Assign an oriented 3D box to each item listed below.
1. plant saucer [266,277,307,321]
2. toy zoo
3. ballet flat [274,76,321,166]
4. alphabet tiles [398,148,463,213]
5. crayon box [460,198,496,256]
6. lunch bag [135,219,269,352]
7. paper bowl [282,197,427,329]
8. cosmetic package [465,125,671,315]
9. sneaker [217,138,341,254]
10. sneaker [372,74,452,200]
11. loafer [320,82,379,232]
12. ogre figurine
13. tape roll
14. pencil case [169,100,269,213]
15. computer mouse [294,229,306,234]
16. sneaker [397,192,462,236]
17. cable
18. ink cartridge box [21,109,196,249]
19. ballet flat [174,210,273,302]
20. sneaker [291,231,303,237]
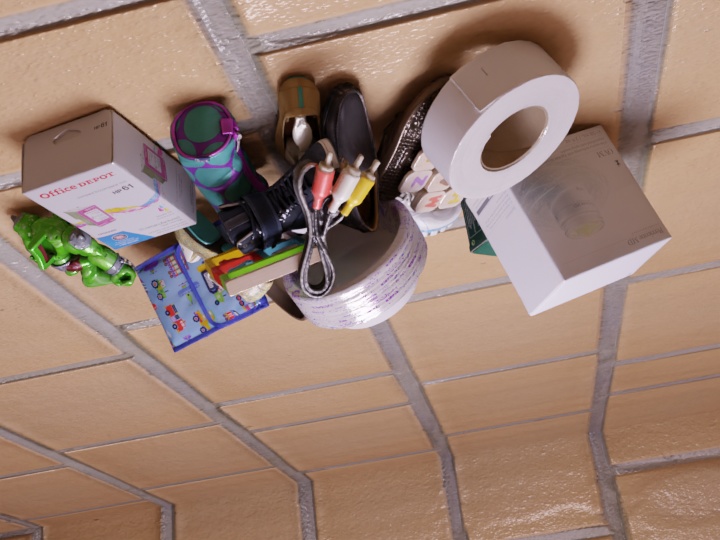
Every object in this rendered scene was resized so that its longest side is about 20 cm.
[{"bbox_3d":[-0.142,-0.006,1.482,0.029,0.200,0.200,-41,162,-17],"label":"plant saucer"},{"bbox_3d":[-0.139,-0.016,1.282,0.130,0.021,0.200,-22,-164,-15],"label":"toy zoo"},{"bbox_3d":[-0.081,-0.174,1.243,0.068,0.064,0.200,-9,156,-2],"label":"ballet flat"},{"bbox_3d":[0.145,-0.158,1.295,0.195,0.015,0.201,-12,145,-42],"label":"alphabet tiles"},{"bbox_3d":[0.253,-0.083,1.466,0.198,0.127,0.052,7,152,-30],"label":"crayon box"},{"bbox_3d":[-0.233,0.017,1.481,0.199,0.152,0.094,-26,-179,32],"label":"lunch bag"},{"bbox_3d":[0.000,0.000,1.304,0.199,0.201,0.105,-18,125,22],"label":"paper bowl"},{"bbox_3d":[0.293,-0.073,1.346,0.198,0.201,0.123,-20,162,-24],"label":"cosmetic package"},{"bbox_3d":[-0.105,-0.090,1.222,0.145,0.077,0.202,-19,164,-23],"label":"sneaker"},{"bbox_3d":[0.064,-0.190,1.261,0.070,0.076,0.200,15,125,-33],"label":"sneaker"},{"bbox_3d":[-0.002,-0.144,1.229,0.072,0.072,0.201,-26,127,-27],"label":"loafer"},{"bbox_3d":[-0.431,-0.032,1.389,0.098,0.199,0.120,-46,146,-14],"label":"ogre figurine"},{"bbox_3d":[0.176,-0.188,1.191,0.201,0.071,0.203,-26,150,-16],"label":"tape roll"},{"bbox_3d":[-0.181,-0.138,1.266,0.092,0.086,0.200,3,158,12],"label":"pencil case"},{"bbox_3d":[-0.048,-0.078,1.407,0.198,0.044,0.110,5,135,14],"label":"computer mouse"},{"bbox_3d":[0.063,-0.102,1.437,0.198,0.076,0.087,-3,150,-10],"label":"sneaker"},{"bbox_3d":[-0.048,-0.056,1.155,0.096,0.050,0.202,8,110,-26],"label":"cable"},{"bbox_3d":[-0.333,-0.116,1.268,0.143,0.085,0.200,-16,153,18],"label":"ink cartridge box"},{"bbox_3d":[-0.219,-0.024,1.396,0.199,0.071,0.071,38,150,3],"label":"ballet flat"},{"bbox_3d":[-0.035,-0.030,1.491,0.200,0.108,0.068,4,118,-33],"label":"sneaker"}]
